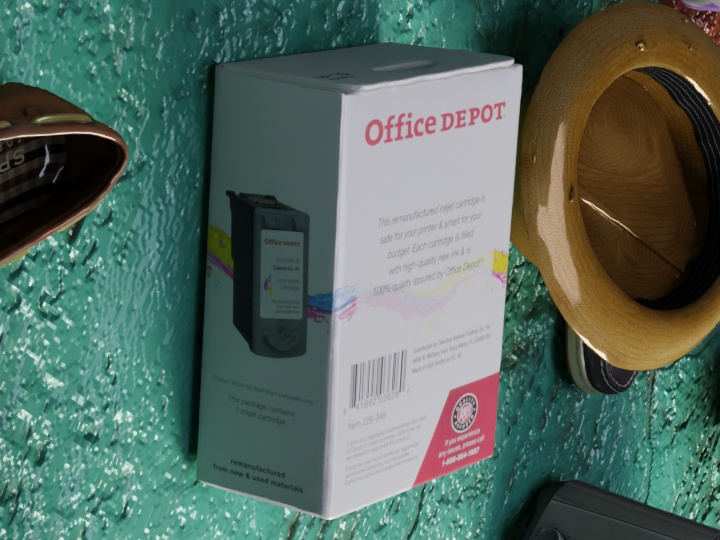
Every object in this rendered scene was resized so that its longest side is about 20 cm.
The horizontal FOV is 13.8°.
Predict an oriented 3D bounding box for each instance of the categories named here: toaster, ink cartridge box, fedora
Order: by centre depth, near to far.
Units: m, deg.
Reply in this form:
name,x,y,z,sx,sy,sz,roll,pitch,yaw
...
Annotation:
name,x,y,z,sx,sy,sz,roll,pitch,yaw
ink cartridge box,0.000,0.000,1.397,0.147,0.085,0.201,-13,109,-53
fedora,0.130,-0.045,1.570,0.200,0.082,0.202,-5,97,-44
toaster,0.166,0.209,1.666,0.114,0.129,0.200,-59,142,-24

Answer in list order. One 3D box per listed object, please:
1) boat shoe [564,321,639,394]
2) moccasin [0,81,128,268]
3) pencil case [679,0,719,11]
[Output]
name,x,y,z,sx,sy,sz,roll,pitch,yaw
boat shoe,0.172,-0.023,1.657,0.073,0.065,0.201,35,72,-54
moccasin,-0.168,-0.015,1.153,0.201,0.077,0.074,-25,120,-50
pencil case,0.196,-0.241,1.615,0.086,0.083,0.201,-70,155,-55
